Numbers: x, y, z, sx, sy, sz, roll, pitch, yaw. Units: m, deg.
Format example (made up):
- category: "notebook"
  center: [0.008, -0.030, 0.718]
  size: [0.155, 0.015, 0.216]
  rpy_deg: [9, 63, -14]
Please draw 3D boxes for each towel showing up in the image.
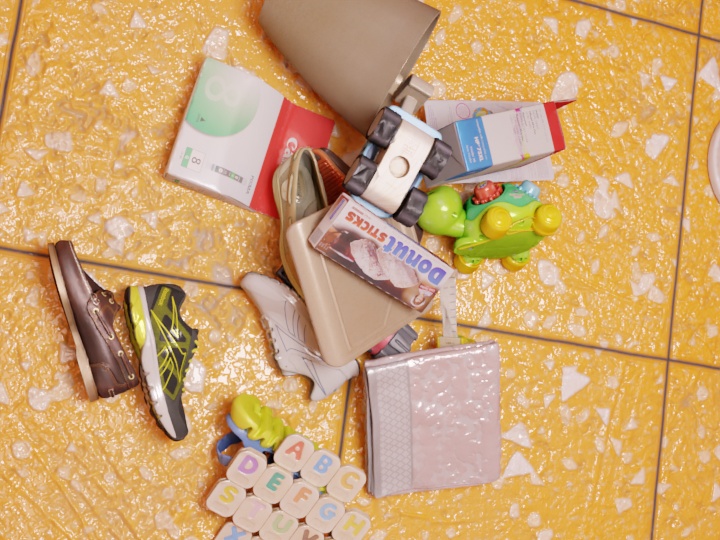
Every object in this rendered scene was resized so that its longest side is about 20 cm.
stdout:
- category: "towel"
  center: [0.097, 0.199, 1.388]
  size: [0.188, 0.032, 0.203]
  rpy_deg: [-7, 110, -12]

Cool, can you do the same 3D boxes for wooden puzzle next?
- category: "wooden puzzle"
  center: [0.000, 0.000, 1.330]
  size: [0.199, 0.037, 0.187]
  rpy_deg: [-27, 106, -41]

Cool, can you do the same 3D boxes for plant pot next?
- category: "plant pot"
  center: [-0.027, -0.306, 1.367]
  size: [0.199, 0.187, 0.189]
  rpy_deg: [31, 77, 0]

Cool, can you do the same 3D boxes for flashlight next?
- category: "flashlight"
  center: [-0.015, 0.043, 1.393]
  size: [0.200, 0.068, 0.068]
  rpy_deg: [44, 112, -6]

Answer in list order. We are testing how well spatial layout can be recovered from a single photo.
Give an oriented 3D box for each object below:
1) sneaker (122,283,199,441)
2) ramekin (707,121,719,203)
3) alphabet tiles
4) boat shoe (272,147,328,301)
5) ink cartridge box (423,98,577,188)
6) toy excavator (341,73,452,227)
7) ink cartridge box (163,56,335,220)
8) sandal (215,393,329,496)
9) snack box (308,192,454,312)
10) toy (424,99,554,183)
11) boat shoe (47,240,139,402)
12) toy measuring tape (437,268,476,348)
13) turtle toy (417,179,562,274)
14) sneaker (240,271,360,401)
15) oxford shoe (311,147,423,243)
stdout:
- category: "sneaker"
  center: [-0.234, 0.109, 1.307]
  size: [0.084, 0.074, 0.203]
  rpy_deg: [-14, 90, -19]
- category: "ramekin"
  center: [0.639, -0.166, 1.607]
  size: [0.199, 0.094, 0.206]
  rpy_deg: [1, 86, -18]
- category: "alphabet tiles"
  center: [-0.090, 0.304, 1.322]
  size: [0.199, 0.015, 0.197]
  rpy_deg: [32, 105, -14]
- category: "boat shoe"
  center: [-0.062, -0.054, 1.339]
  size: [0.072, 0.063, 0.203]
  rpy_deg: [-1, 70, -29]
- category: "ink cartridge box"
  center: [0.187, -0.169, 1.392]
  size: [0.198, 0.116, 0.068]
  rpy_deg: [-14, 89, -25]
- category: "toy excavator"
  center: [0.045, -0.163, 1.335]
  size: [0.099, 0.200, 0.196]
  rpy_deg: [28, 90, -13]
- category: "ink cartridge box"
  center: [-0.139, -0.164, 1.375]
  size: [0.198, 0.050, 0.163]
  rpy_deg: [20, 80, -14]
- category: "sandal"
  center: [-0.108, 0.245, 1.347]
  size: [0.200, 0.080, 0.087]
  rpy_deg: [42, 105, -16]
- category: "snack box"
  center: [0.028, -0.019, 1.293]
  size: [0.199, 0.024, 0.072]
  rpy_deg: [31, 100, -38]
- category: "toy"
  center: [0.175, -0.177, 1.479]
  size: [0.197, 0.047, 0.117]
  rpy_deg: [-5, 81, -24]
- category: "boat shoe"
  center: [-0.326, 0.056, 1.285]
  size: [0.069, 0.070, 0.203]
  rpy_deg: [-17, 100, -12]
- category: "toy measuring tape"
  center: [0.133, 0.089, 1.421]
  size: [0.073, 0.073, 0.203]
  rpy_deg: [-9, 105, -19]
- category: "turtle toy"
  center: [0.171, -0.069, 1.432]
  size: [0.197, 0.146, 0.102]
  rpy_deg: [-2, 65, -19]
- category: "sneaker"
  center: [-0.088, 0.085, 1.361]
  size: [0.087, 0.074, 0.200]
  rpy_deg: [-44, 98, -10]
- category: "oxford shoe"
  center: [0.006, -0.096, 1.415]
  size: [0.200, 0.071, 0.073]
  rpy_deg: [49, 56, -16]
